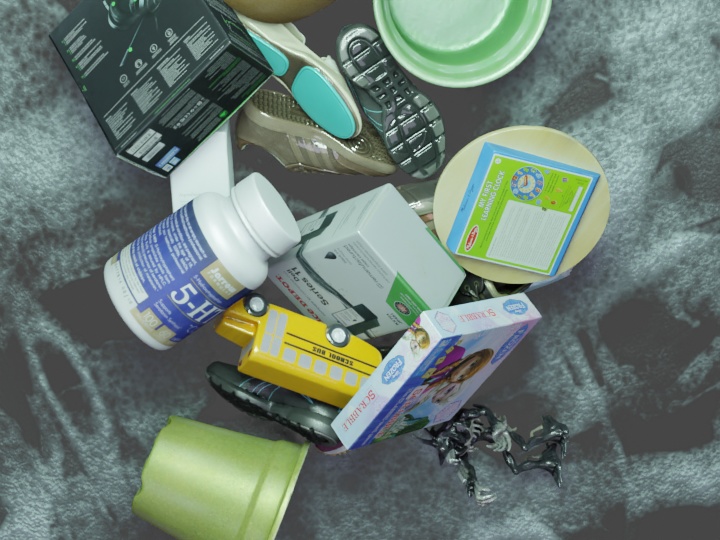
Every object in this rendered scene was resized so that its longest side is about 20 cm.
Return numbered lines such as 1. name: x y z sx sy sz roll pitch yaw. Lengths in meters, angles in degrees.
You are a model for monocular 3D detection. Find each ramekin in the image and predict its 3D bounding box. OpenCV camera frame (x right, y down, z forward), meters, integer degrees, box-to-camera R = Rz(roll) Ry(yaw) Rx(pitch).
1. ramekin: 0.104 -0.310 1.350 0.196 0.098 0.203 -2 109 -6

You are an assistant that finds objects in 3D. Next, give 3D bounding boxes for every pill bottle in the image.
1. pill bottle: -0.170 -0.014 1.344 0.199 0.120 0.120 -34 110 11

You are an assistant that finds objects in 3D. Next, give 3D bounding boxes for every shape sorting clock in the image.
1. shape sorting clock: 0.178 -0.071 1.368 0.196 0.039 0.203 -1 126 -2

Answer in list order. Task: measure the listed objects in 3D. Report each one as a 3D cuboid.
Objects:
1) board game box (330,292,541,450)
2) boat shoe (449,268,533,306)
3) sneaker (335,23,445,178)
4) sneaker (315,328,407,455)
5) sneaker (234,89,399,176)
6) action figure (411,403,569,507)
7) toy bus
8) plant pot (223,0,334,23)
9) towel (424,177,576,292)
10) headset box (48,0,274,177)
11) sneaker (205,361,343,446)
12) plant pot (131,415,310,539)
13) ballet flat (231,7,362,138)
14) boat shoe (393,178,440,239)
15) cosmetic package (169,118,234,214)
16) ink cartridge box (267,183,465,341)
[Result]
1. board game box: 0.089 0.115 1.418 0.041 0.198 0.201 53 126 23
2. boat shoe: 0.152 0.013 1.460 0.073 0.065 0.200 42 104 -17
3. sneaker: 0.035 -0.199 1.411 0.075 0.079 0.202 -32 111 -2
4. sneaker: 0.009 0.148 1.558 0.199 0.075 0.090 -38 108 3
5. sneaker: -0.052 -0.148 1.443 0.197 0.071 0.076 22 134 -13
6. action figure: 0.168 0.231 1.584 0.196 0.103 0.120 4 124 -7
7. toy bus: -0.076 0.096 1.445 0.197 0.079 0.065 21 151 -16
8. plant pot: -0.053 -0.352 1.244 0.183 0.199 0.190 -3 99 -24
9. towel: 0.151 -0.045 1.499 0.197 0.048 0.173 -20 109 5
10. headset box: -0.220 -0.238 1.322 0.174 0.201 0.092 -41 154 13
11. sneaker: -0.099 0.150 1.530 0.197 0.076 0.080 21 70 17
12. plant pot: -0.181 0.275 1.547 0.182 0.201 0.203 22 110 1
13. ballet flat: -0.067 -0.234 1.390 0.199 0.070 0.070 41 105 -8
14. boat shoe: 0.122 -0.072 1.429 0.197 0.076 0.073 -10 116 9
15. cosmetic package: -0.181 -0.080 1.435 0.073 0.102 0.203 -1 114 -4
16. ink cartridge box: 0.000 0.000 1.428 0.147 0.084 0.199 47 145 -19
